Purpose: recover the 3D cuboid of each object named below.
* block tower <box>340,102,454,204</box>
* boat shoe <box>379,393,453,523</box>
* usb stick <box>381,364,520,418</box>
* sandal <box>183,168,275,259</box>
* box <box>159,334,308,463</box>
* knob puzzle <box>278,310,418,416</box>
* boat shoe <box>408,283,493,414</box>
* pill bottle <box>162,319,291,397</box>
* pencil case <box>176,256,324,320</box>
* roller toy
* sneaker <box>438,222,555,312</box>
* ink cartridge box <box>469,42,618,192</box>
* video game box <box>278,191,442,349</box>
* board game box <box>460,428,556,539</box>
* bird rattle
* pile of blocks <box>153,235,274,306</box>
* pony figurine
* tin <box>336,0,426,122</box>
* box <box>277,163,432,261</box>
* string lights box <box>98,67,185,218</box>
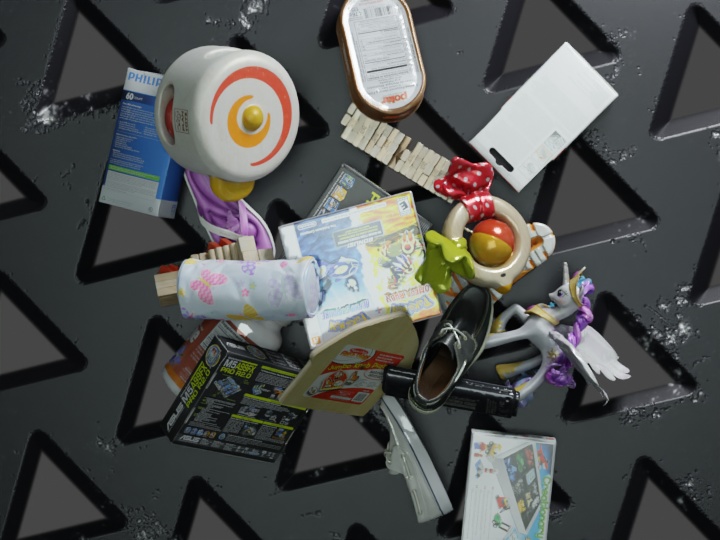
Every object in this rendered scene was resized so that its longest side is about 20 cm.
[{"bbox_3d":[0.062,-0.169,1.760,0.199,0.058,0.054,32,94,3],"label":"block tower"},{"bbox_3d":[0.067,0.277,1.778,0.065,0.072,0.201,-26,99,0],"label":"boat shoe"},{"bbox_3d":[0.127,0.172,1.719,0.199,0.033,0.056,10,133,9],"label":"usb stick"},{"bbox_3d":[-0.203,-0.084,1.781,0.082,0.050,0.203,-35,91,4],"label":"sandal"},{"bbox_3d":[-0.164,0.187,1.722,0.044,0.199,0.161,44,108,43],"label":"box"},{"bbox_3d":[-0.001,0.123,1.711,0.219,0.220,0.031,-34,54,4],"label":"knob puzzle"},{"bbox_3d":[0.130,0.104,1.679,0.072,0.068,0.201,26,75,14],"label":"boat shoe"},{"bbox_3d":[-0.187,0.109,1.760,0.112,0.112,0.200,42,94,0],"label":"pill bottle"},{"bbox_3d":[-0.154,0.023,1.673,0.199,0.083,0.091,-2,68,12],"label":"pencil case"},{"bbox_3d":[-0.185,-0.218,1.693,0.182,0.139,0.200,46,72,-37],"label":"roller toy"},{"bbox_3d":[0.196,0.000,1.753,0.199,0.077,0.079,-30,90,10],"label":"sneaker"},{"bbox_3d":[0.263,-0.220,1.749,0.109,0.050,0.200,45,95,0],"label":"ink cartridge box"},{"bbox_3d":[0.000,0.000,1.718,0.199,0.047,0.183,-15,95,4],"label":"video game box"},{"bbox_3d":[0.217,0.341,1.786,0.125,0.035,0.201,6,93,4],"label":"board game box"},{"bbox_3d":[0.160,-0.053,1.677,0.162,0.113,0.201,28,60,-11],"label":"bird rattle"},{"bbox_3d":[-0.217,-0.007,1.775,0.199,0.082,0.063,-18,74,14],"label":"pile of blocks"},{"bbox_3d":[0.279,0.111,1.726,0.199,0.166,0.194,-34,87,21],"label":"pony figurine"},{"bbox_3d":[0.029,-0.313,1.737,0.111,0.042,0.201,-12,79,-4],"label":"tin"},{"bbox_3d":[-0.014,-0.030,1.769,0.160,0.044,0.201,35,94,1],"label":"box"},{"bbox_3d":[-0.306,-0.186,1.767,0.102,0.059,0.201,15,93,18],"label":"string lights box"}]
